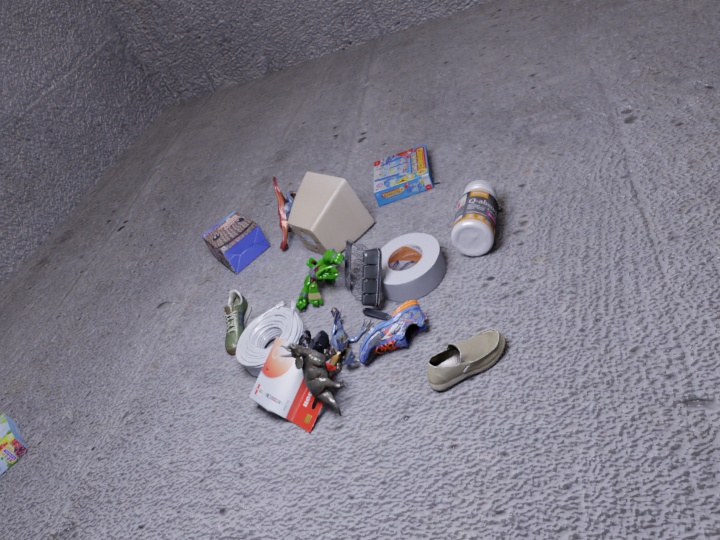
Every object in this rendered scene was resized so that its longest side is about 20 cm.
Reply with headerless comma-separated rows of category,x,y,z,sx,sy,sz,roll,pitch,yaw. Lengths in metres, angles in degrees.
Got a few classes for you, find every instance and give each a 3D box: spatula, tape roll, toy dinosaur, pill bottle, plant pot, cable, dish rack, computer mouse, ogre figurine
spatula,0.079,0.119,1.483,0.196,0.020,0.058,8,66,43
tape roll,0.130,-0.011,1.572,0.194,0.067,0.203,-17,38,14
toy dinosaur,-0.063,0.168,1.469,0.200,0.105,0.181,-45,19,-6
toy dinosaur,-0.095,0.237,1.330,0.100,0.205,0.077,-24,6,16
toy dinosaur,-0.259,-0.170,1.940,0.104,0.198,0.185,-28,35,46
pill bottle,0.312,-0.145,1.570,0.113,0.118,0.203,-7,41,26
plant pot,-0.109,-0.161,1.819,0.197,0.201,0.179,19,67,45
cable,-0.240,0.191,1.569,0.195,0.070,0.202,-25,38,4
dish rack,0.000,0.000,1.574,0.053,0.159,0.200,-1,14,-19
computer mouse,-0.110,0.176,1.427,0.034,0.200,0.059,39,90,15
ogre figurine,-0.114,0.012,1.666,0.095,0.205,0.121,16,25,-10

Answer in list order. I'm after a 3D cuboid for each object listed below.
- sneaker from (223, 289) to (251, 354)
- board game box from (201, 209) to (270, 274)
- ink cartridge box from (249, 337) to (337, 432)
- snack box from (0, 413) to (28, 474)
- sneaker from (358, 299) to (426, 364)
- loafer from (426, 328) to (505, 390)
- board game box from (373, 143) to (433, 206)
sneaker,-0.372,0.141,1.696,0.065,0.091,0.203,-15,38,14
board game box,-0.433,-0.102,2.024,0.159,0.098,0.198,-41,38,-18
ink cartridge box,-0.164,0.269,1.390,0.197,0.050,0.166,16,77,44
snack box,-1.094,0.545,1.704,0.200,0.069,0.167,-43,39,-22
sneaker,0.077,0.157,1.398,0.199,0.075,0.079,-41,62,0
loafer,0.228,0.185,1.266,0.197,0.069,0.076,-33,36,-6
board game box,0.141,-0.321,1.946,0.190,0.057,0.203,-18,37,15
